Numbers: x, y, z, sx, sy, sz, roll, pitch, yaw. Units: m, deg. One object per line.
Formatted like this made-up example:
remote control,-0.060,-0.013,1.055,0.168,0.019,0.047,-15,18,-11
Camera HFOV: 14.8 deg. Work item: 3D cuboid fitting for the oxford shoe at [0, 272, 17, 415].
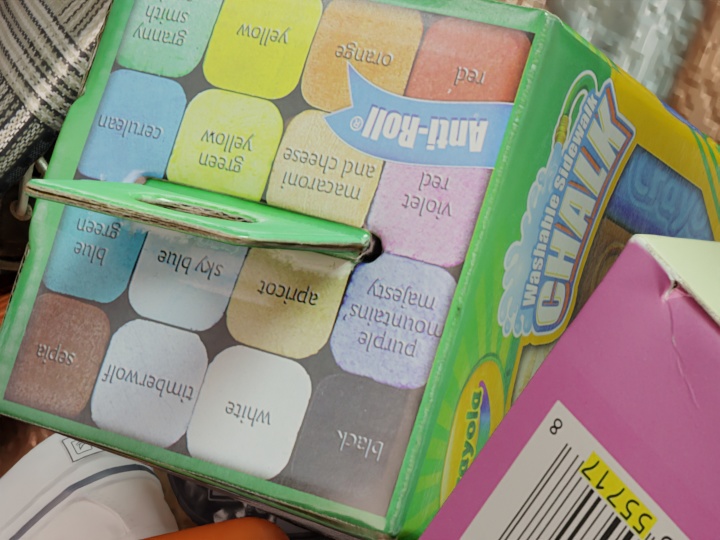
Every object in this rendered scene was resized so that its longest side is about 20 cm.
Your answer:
oxford shoe,-0.143,0.046,0.923,0.199,0.071,0.073,-9,100,45

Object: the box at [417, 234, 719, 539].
box,0.139,0.088,0.592,0.176,0.199,0.097,48,116,30

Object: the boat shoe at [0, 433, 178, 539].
boat shoe,-0.129,0.137,0.890,0.200,0.073,0.067,-50,56,25

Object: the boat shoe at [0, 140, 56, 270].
boat shoe,-0.094,-0.029,0.878,0.199,0.063,0.071,-4,85,39

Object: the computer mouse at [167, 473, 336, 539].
computer mouse,0.035,0.075,0.778,0.199,0.046,0.142,-6,75,28

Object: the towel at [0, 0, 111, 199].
towel,-0.156,-0.069,0.883,0.193,0.034,0.200,-46,38,11

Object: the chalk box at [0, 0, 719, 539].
chalk box,0.000,0.000,0.671,0.124,0.200,0.125,15,82,30

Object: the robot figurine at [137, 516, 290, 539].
robot figurine,-0.057,0.144,0.732,0.199,0.116,0.145,-10,88,33
